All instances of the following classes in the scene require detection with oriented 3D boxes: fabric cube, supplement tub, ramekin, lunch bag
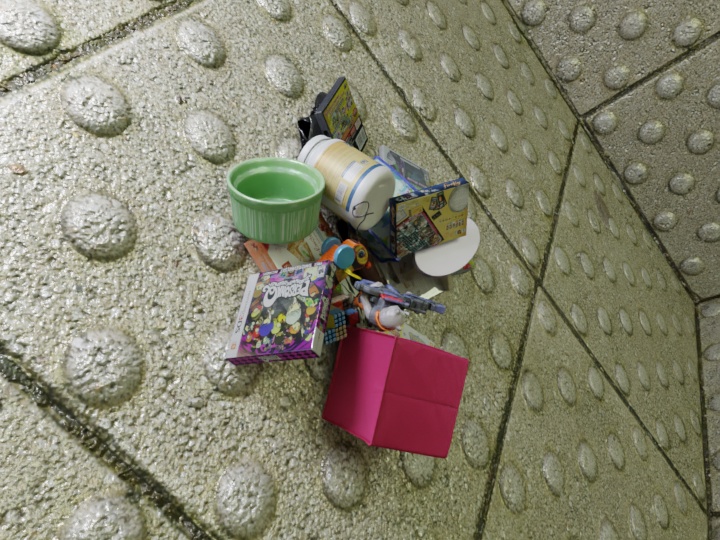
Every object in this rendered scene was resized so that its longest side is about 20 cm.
[{"bbox_3d":[0.067,0.239,1.084,0.195,0.194,0.207,19,82,-32],"label":"fabric cube"},{"bbox_3d":[-0.035,-0.198,1.193,0.198,0.148,0.143,35,37,24],"label":"supplement tub"},{"bbox_3d":[-0.170,-0.141,1.089,0.193,0.100,0.203,5,35,-4],"label":"ramekin"},{"bbox_3d":[0.054,-0.146,1.314,0.200,0.127,0.172,44,73,-18],"label":"lunch bag"}]

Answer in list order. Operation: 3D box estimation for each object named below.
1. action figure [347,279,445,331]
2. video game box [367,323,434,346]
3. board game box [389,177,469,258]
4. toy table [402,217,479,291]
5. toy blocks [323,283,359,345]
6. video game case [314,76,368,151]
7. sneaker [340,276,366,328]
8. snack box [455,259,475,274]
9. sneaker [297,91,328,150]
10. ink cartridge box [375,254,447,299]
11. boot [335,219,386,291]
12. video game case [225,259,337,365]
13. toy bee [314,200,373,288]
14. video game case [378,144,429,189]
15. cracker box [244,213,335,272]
[{"bbox_3d":[0.064,0.085,1.086,0.194,0.193,0.108,17,92,-9],"label":"action figure"},{"bbox_3d":[0.091,0.215,1.279,0.198,0.046,0.187,34,48,-29],"label":"video game box"},{"bbox_3d":[0.158,-0.121,1.241,0.194,0.035,0.139,-17,125,-20],"label":"board game box"},{"bbox_3d":[0.198,-0.044,1.357,0.195,0.117,0.189,-20,81,-20],"label":"toy table"},{"bbox_3d":[-0.080,0.097,1.061,0.196,0.135,0.103,-20,114,-33],"label":"toy blocks"},{"bbox_3d":[-0.044,-0.365,1.378,0.203,0.025,0.184,-68,143,-45],"label":"video game case"},{"bbox_3d":[-0.015,0.099,1.208,0.087,0.073,0.206,-15,82,-45],"label":"sneaker"},{"bbox_3d":[0.236,-0.059,1.547,0.196,0.052,0.147,-6,74,-44],"label":"snack box"},{"bbox_3d":[-0.113,-0.368,1.346,0.102,0.059,0.207,11,67,-46],"label":"sneaker"},{"bbox_3d":[0.128,-0.011,1.412,0.172,0.045,0.205,-23,82,-21],"label":"ink cartridge box"},{"bbox_3d":[0.000,0.000,1.230,0.166,0.071,0.205,48,21,-60],"label":"boot"},{"bbox_3d":[-0.145,0.078,1.000,0.036,0.194,0.186,49,41,-46],"label":"video game case"},{"bbox_3d":[-0.024,-0.020,1.094,0.109,0.198,0.132,47,10,-40],"label":"toy bee"},{"bbox_3d":[0.133,-0.244,1.557,0.196,0.023,0.188,20,58,-37],"label":"video game case"},{"bbox_3d":[-0.139,-0.051,1.169,0.136,0.057,0.199,57,43,-7],"label":"cracker box"}]
